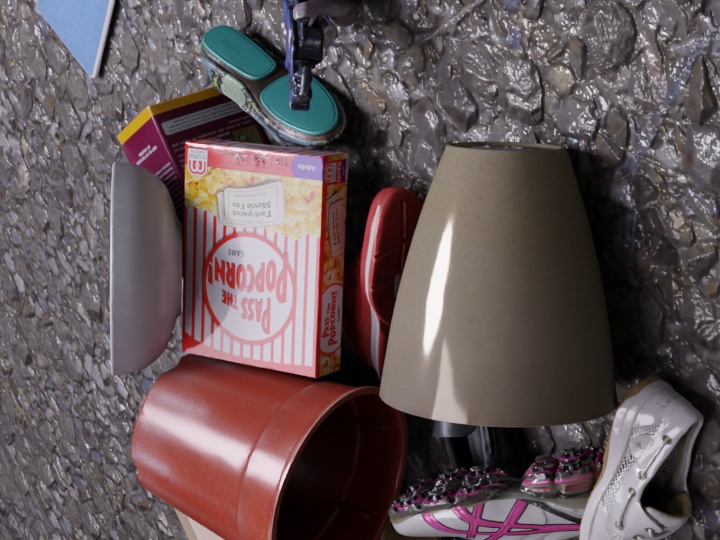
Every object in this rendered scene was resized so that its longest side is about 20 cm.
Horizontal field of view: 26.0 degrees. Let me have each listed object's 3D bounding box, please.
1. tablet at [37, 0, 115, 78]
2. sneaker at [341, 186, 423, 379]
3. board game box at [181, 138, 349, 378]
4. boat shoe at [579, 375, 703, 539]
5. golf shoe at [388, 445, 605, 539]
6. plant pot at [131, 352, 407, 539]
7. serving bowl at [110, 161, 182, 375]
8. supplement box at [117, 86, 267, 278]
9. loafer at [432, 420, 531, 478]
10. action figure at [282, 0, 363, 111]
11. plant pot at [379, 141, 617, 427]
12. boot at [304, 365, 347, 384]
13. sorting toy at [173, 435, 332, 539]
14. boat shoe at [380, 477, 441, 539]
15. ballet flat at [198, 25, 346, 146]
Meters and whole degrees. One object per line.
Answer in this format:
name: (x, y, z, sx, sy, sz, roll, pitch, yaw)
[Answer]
tablet: (-0.306, -0.321, 1.712, 0.130, 0.014, 0.200, 51, 143, 22)
sneaker: (0.000, 0.000, 1.427, 0.115, 0.078, 0.200, 31, 130, 39)
board game box: (-0.088, -0.014, 1.421, 0.151, 0.046, 0.200, 8, 102, 30)
boat shoe: (0.226, 0.183, 1.232, 0.069, 0.071, 0.200, 35, 132, 39)
golf shoe: (0.121, 0.210, 1.317, 0.200, 0.073, 0.092, -11, 102, 19)
plant pot: (-0.092, 0.173, 1.442, 0.195, 0.201, 0.201, 19, 124, 33)
serving bowl: (-0.201, -0.002, 1.464, 0.200, 0.066, 0.200, -179, 90, -83)
supplement box: (-0.141, -0.073, 1.544, 0.086, 0.110, 0.200, -30, 84, 56)
loafer: (0.095, 0.127, 1.375, 0.068, 0.070, 0.201, -12, 99, 54)
action figure: (-0.007, -0.230, 1.292, 0.193, 0.105, 0.200, -20, 67, 60)
plant pot: (0.110, 0.003, 1.215, 0.187, 0.187, 0.200, 13, 105, 50)
boot: (-0.067, 0.160, 1.617, 0.162, 0.073, 0.198, -13, 100, 49)
sorting toy: (-0.097, 0.239, 1.570, 0.200, 0.036, 0.185, -32, 79, 28)
boat shoe: (0.043, 0.279, 1.547, 0.073, 0.063, 0.200, 29, 140, 0)
ballet flat: (-0.078, -0.159, 1.460, 0.200, 0.074, 0.074, 45, 140, 36)
